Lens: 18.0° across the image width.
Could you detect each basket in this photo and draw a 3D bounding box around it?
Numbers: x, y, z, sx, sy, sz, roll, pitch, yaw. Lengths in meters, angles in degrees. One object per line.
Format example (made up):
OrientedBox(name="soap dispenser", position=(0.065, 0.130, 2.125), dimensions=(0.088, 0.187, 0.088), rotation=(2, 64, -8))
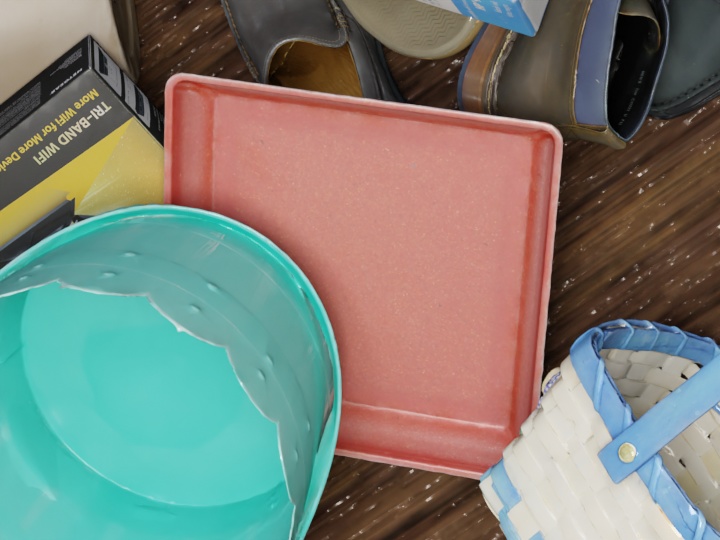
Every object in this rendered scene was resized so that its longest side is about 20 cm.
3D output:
OrientedBox(name="basket", position=(0.166, 0.077, 1.055), dimensions=(0.200, 0.176, 0.139), rotation=(-37, 67, 23))

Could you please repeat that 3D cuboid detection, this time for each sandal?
OrientedBox(name="sandal", position=(-0.013, -0.189, 1.180), dimensions=(0.080, 0.054, 0.200), rotation=(-41, 80, 37))

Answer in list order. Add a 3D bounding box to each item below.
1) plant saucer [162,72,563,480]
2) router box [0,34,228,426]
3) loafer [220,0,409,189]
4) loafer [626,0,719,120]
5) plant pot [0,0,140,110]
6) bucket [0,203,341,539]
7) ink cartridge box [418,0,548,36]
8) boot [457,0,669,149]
OrientedBox(name="plant saucer", position=(0.000, 0.000, 1.151), dimensions=(0.200, 0.037, 0.200), rotation=(9, 116, 13))
OrientedBox(name="router box", position=(-0.168, -0.002, 1.207), dimensions=(0.200, 0.052, 0.157), rotation=(-37, 115, 11))
OrientedBox(name="loafer", position=(-0.026, -0.116, 1.211), dimensions=(0.073, 0.072, 0.200), rotation=(-38, 70, 12))
OrientedBox(name="loafer", position=(0.198, -0.154, 1.123), dimensions=(0.068, 0.070, 0.201), rotation=(47, 112, 11))
OrientedBox(name="plant pot", position=(-0.216, -0.143, 1.238), dimensions=(0.173, 0.200, 0.200), rotation=(-9, 78, 3))
OrientedBox(name="bucket", position=(-0.110, 0.071, 1.117), dimensions=(0.207, 0.135, 0.207), rotation=(6, 115, 12))
OrientedBox(name="ink cartridge box", position=(0.008, -0.204, 1.113), dimensions=(0.200, 0.068, 0.116), rotation=(19, 85, 15))
OrientedBox(name="boot", position=(0.131, -0.151, 1.142), dimensions=(0.097, 0.075, 0.200), rotation=(22, 89, 46))
